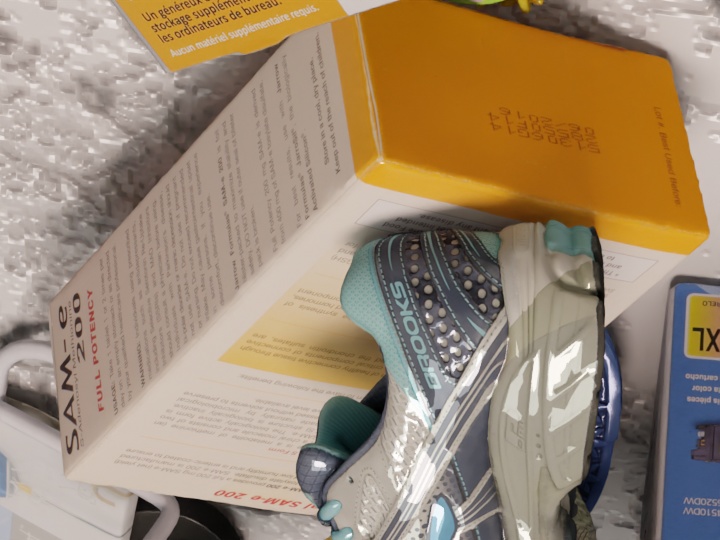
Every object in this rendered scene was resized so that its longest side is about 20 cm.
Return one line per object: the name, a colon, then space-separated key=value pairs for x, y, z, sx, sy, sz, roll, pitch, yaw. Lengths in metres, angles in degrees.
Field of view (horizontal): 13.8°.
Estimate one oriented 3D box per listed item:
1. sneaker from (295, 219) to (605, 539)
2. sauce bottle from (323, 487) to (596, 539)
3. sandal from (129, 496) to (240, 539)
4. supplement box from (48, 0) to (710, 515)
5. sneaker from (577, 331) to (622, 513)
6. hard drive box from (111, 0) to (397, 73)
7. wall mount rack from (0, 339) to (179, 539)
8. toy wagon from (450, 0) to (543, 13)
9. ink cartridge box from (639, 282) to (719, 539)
sneaker: x=0.024 y=0.072 z=0.903 sx=0.086 sy=0.078 sz=0.200 roll=6 pitch=115 yaw=3
sauce bottle: x=-0.007 y=0.127 z=1.030 sx=0.065 sy=0.065 sz=0.200 roll=36 pitch=129 yaw=-26
sandal: x=-0.057 y=0.167 z=1.199 sx=0.075 sy=0.045 sz=0.200 roll=-7 pitch=136 yaw=19
supplement box: x=0.000 y=0.000 z=0.955 sx=0.126 sy=0.074 sz=0.200 roll=12 pitch=143 yaw=-32
sneaker: x=0.045 y=0.087 z=1.079 sx=0.070 sy=0.078 sz=0.200 roll=17 pitch=117 yaw=-3
hard drive box: x=-0.037 y=-0.161 z=0.725 sx=0.156 sy=0.077 sz=0.200 roll=-14 pitch=121 yaw=44
wall mount rack: x=-0.158 y=0.101 z=1.129 sx=0.174 sy=0.075 sz=0.200 roll=26 pitch=139 yaw=11
toy wagon: x=0.003 y=-0.138 z=0.851 sx=0.155 sy=0.040 sz=0.200 roll=-18 pitch=131 yaw=29
ink cartridge box: x=0.129 y=0.125 z=0.994 sx=0.076 sy=0.200 sz=0.137 roll=6 pitch=139 yaw=5
